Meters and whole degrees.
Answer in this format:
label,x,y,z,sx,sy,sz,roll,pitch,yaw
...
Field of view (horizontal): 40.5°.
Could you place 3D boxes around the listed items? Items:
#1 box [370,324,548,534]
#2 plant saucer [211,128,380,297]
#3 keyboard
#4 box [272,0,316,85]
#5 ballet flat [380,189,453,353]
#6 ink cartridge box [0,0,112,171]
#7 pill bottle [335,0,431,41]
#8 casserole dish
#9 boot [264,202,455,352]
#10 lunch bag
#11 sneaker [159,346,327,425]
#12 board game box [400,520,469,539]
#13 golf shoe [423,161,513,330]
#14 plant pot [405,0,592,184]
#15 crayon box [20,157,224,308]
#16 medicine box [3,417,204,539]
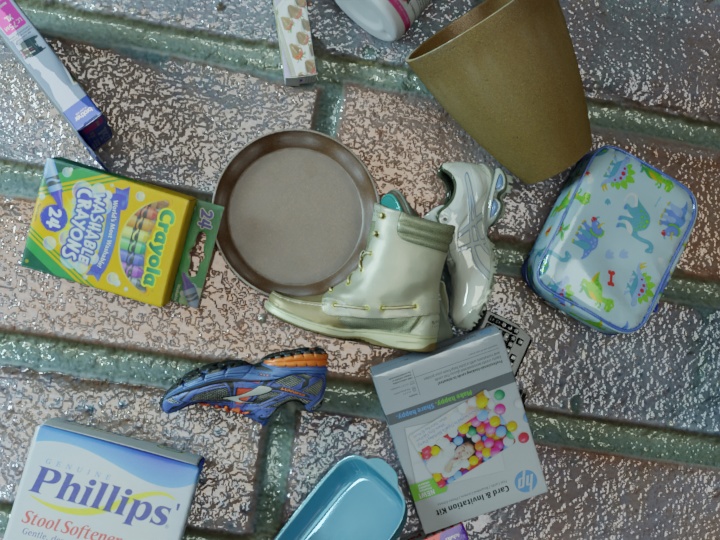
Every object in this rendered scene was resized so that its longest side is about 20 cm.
label,x,y,z,sx,sy,sz,roll,pitch,yaw
box,0.113,0.183,1.123,0.154,0.041,0.202,-18,102,-2
plant saucer,-0.076,-0.065,1.153,0.198,0.034,0.203,0,86,-7
keyboard,0.150,0.155,1.162,0.103,0.040,0.201,25,85,-4
box,-0.085,-0.324,1.166,0.038,0.041,0.202,-8,88,-7
ballet flat,0.068,0.002,1.159,0.063,0.067,0.202,-9,88,-34
ink cartridge box,-0.336,-0.205,1.090,0.042,0.119,0.201,-36,91,-9
pill bottle,0.062,-0.380,1.149,0.113,0.113,0.200,39,83,-3
casserole dish,-0.024,0.305,1.107,0.121,0.039,0.200,34,82,40
boot,0.000,0.000,1.096,0.198,0.072,0.156,10,95,4
lunch bag,0.300,-0.032,1.169,0.160,0.082,0.201,28,84,-3
sneaker,-0.130,0.141,1.116,0.198,0.075,0.079,-9,91,-5
board game box,0.082,0.411,1.134,0.150,0.046,0.202,-21,89,-7
golf shoe,0.113,-0.032,1.146,0.096,0.078,0.202,14,73,-15
plant pot,0.182,-0.209,1.131,0.186,0.186,0.201,-36,103,-7
crayon box,-0.267,-0.040,1.102,0.198,0.052,0.127,16,97,-1
medicine box,-0.286,0.282,1.073,0.180,0.103,0.202,16,86,-5
